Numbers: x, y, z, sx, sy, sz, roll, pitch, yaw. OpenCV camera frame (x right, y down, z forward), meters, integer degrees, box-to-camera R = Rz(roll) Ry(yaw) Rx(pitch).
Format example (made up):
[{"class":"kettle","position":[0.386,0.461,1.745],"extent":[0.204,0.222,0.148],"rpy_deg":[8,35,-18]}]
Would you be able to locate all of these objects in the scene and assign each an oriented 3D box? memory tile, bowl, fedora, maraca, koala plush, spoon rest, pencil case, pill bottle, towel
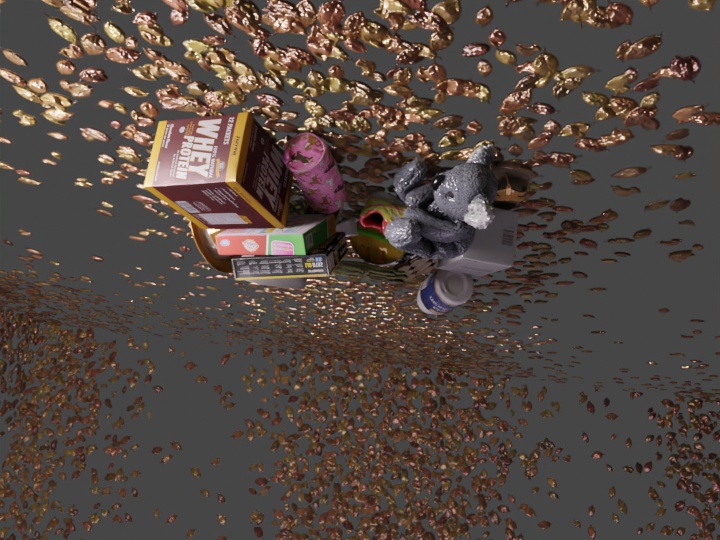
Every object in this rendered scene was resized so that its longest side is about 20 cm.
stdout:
[{"class":"memory tile","position":[0.170,-0.026,1.523],"extent":[0.196,0.017,0.153],"rpy_deg":[-24,164,8]},{"class":"bowl","position":[-0.239,-0.035,1.604],"extent":[0.196,0.076,0.200],"rpy_deg":[9,-160,-31]},{"class":"fedora","position":[-0.283,-0.098,1.367],"extent":[0.080,0.205,0.200],"rpy_deg":[-15,154,24]},{"class":"maraca","position":[0.054,-0.065,1.422],"extent":[0.135,0.109,0.198],"rpy_deg":[18,177,-41]},{"class":"koala plush","position":[0.171,-0.125,1.123],"extent":[0.181,0.181,0.200],"rpy_deg":[22,147,-21]},{"class":"spoon rest","position":[-0.068,-0.082,1.455],"extent":[0.059,0.102,0.199],"rpy_deg":[-11,177,-23]},{"class":"pencil case","position":[-0.084,-0.181,1.200],"extent":[0.082,0.087,0.200],"rpy_deg":[35,170,19]},{"class":"pill bottle","position":[0.227,0.060,1.751],"extent":[0.108,0.114,0.200],"rpy_deg":[11,162,-12]},{"class":"towel","position":[0.000,0.000,1.450],"extent":[0.197,0.037,0.147],"rpy_deg":[6,178,45]}]

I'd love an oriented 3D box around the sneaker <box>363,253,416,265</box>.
[{"class":"sneaker","position":[0.098,-0.038,1.582],"extent":[0.196,0.068,0.090],"rpy_deg":[-8,154,34]}]

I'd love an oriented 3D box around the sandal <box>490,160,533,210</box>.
[{"class":"sandal","position":[0.279,-0.149,1.187],"extent":[0.078,0.055,0.200],"rpy_deg":[6,163,9]}]

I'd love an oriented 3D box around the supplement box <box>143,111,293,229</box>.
[{"class":"supplement box","position":[-0.257,-0.179,1.189],"extent":[0.195,0.136,0.197],"rpy_deg":[0,161,21]}]

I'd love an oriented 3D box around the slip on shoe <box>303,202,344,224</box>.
[{"class":"slip on shoe","position":[-0.089,-0.094,1.360],"extent":[0.075,0.203,0.061],"rpy_deg":[24,-159,5]}]

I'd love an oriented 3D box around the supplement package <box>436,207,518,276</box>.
[{"class":"supplement package","position":[0.243,-0.060,1.334],"extent":[0.107,0.117,0.200],"rpy_deg":[10,173,-7]}]

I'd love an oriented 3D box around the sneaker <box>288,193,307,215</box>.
[{"class":"sneaker","position":[-0.143,-0.125,1.400],"extent":[0.195,0.078,0.076],"rpy_deg":[5,161,0]}]

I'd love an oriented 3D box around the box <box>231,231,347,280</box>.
[{"class":"box","position":[-0.138,-0.031,1.272],"extent":[0.195,0.051,0.160],"rpy_deg":[-3,-160,14]}]

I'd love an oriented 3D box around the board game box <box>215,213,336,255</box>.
[{"class":"board game box","position":[-0.167,-0.074,1.269],"extent":[0.195,0.041,0.153],"rpy_deg":[1,-160,23]}]

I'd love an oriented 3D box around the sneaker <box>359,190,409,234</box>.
[{"class":"sneaker","position":[0.084,-0.095,1.281],"extent":[0.196,0.091,0.079],"rpy_deg":[15,135,29]}]
